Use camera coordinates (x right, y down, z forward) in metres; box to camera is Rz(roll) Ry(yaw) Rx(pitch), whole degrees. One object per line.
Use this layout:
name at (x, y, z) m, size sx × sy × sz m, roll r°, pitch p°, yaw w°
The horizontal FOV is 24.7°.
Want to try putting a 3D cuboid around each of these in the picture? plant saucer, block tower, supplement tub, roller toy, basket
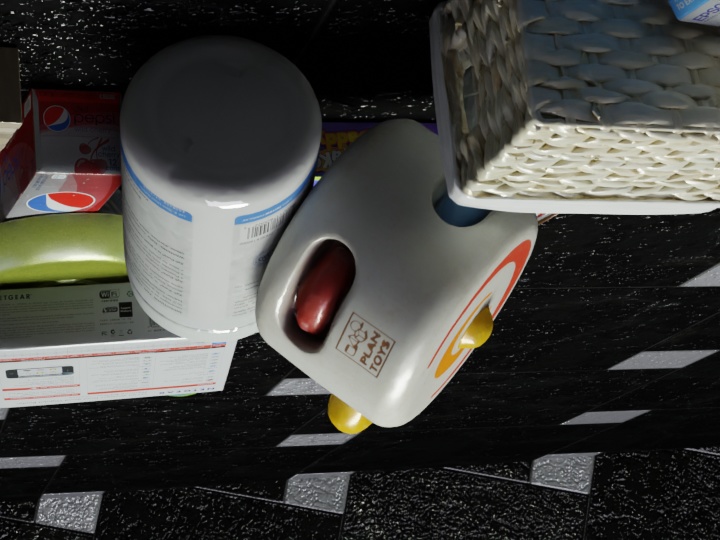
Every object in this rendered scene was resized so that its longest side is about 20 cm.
plant saucer at (-0.230, 0.005, 1.290) m, size 0.197 × 0.031 × 0.200 m, roll -7°, pitch 162°, yaw -2°
block tower at (-0.283, -0.093, 1.128) m, size 0.053 × 0.059 × 0.200 m, roll 3°, pitch 162°, yaw -26°
supplement tub at (-0.097, -0.052, 1.116) m, size 0.130 × 0.133 × 0.201 m, roll -2°, pitch 152°, yaw -10°
roller toy at (0.029, 0.007, 1.114) m, size 0.139 × 0.201 × 0.183 m, roll 35°, pitch 169°, yaw 13°
basket at (0.157, -0.119, 1.017) m, size 0.198 × 0.137 × 0.123 m, roll 1°, pitch 161°, yaw -20°

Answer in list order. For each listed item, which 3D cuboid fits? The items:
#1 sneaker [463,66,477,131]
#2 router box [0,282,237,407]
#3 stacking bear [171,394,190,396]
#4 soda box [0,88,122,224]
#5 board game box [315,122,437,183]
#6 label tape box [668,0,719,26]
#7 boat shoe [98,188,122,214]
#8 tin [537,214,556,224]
sneaker at (0.167, -0.101, 1.176) m, size 0.197 × 0.090 × 0.075 m, roll -3°, pitch 164°, yaw -9°
router box at (-0.204, 0.060, 1.340) m, size 0.197 × 0.049 × 0.180 m, roll -4°, pitch 162°, yaw -11°
stacking bear at (-0.188, 0.077, 1.732) m, size 0.120 × 0.115 × 0.200 m, roll -5°, pitch 170°, yaw 2°
soda box at (-0.230, -0.070, 1.215) m, size 0.069 × 0.064 × 0.200 m, roll 0°, pitch 166°, yaw -24°
board game box at (-0.015, -0.074, 1.307) m, size 0.197 × 0.045 × 0.135 m, roll -1°, pitch 165°, yaw -13°
label tape box at (0.241, -0.187, 0.911) m, size 0.198 × 0.067 × 0.143 m, roll 1°, pitch 165°, yaw -27°
boat shoe at (-0.241, -0.006, 1.398) m, size 0.068 × 0.072 × 0.200 m, roll -33°, pitch 180°, yaw -29°
tin at (0.127, -0.058, 1.320) m, size 0.111 × 0.042 × 0.200 m, roll -26°, pitch 173°, yaw 17°
